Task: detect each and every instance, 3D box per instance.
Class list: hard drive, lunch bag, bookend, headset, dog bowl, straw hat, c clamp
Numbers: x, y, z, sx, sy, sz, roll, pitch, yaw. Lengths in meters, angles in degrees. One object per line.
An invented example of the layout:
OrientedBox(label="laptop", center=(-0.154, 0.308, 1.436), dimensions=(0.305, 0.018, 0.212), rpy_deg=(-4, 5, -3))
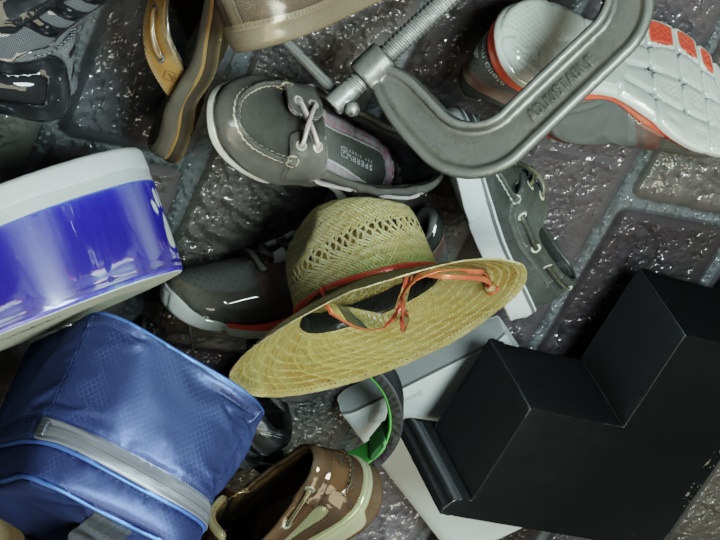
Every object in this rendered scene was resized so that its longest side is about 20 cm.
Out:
OrientedBox(label="hard drive", center=(0.084, 0.126, 1.700), dimensions=(0.131, 0.026, 0.200), rpy_deg=(-27, 135, 10))
OrientedBox(label="lunch bag", center=(-0.166, 0.124, 1.461), dimensions=(0.135, 0.133, 0.200), rpy_deg=(31, 158, -15))
OrientedBox(label="bookend", center=(0.163, 0.080, 1.604), dimensions=(0.199, 0.092, 0.200), rpy_deg=(12, 121, -32))
OrientedBox(label="headset", center=(-0.064, 0.086, 1.571), dimensions=(0.199, 0.094, 0.124), rpy_deg=(28, 122, -16))
OrientedBox(label="dog bowl", center=(-0.209, 0.000, 1.377), dimensions=(0.199, 0.079, 0.200), rpy_deg=(-22, 179, 0))
OrientedBox(label="straw hat", center=(0.000, 0.000, 1.440), dimensions=(0.199, 0.086, 0.201), rpy_deg=(-18, 163, -6))
OrientedBox(label="c clamp", center=(0.066, -0.146, 1.371), dimensions=(0.199, 0.171, 0.027), rpy_deg=(-38, 157, 2))

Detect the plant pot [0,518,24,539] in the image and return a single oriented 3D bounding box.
OrientedBox(label="plant pot", center=(-0.300, 0.182, 1.552), dimensions=(0.200, 0.200, 0.135), rpy_deg=(41, 79, -40))

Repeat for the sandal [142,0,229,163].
OrientedBox(label="sandal", center=(-0.102, -0.142, 1.356), dimensions=(0.054, 0.082, 0.200), rpy_deg=(22, 143, -5))

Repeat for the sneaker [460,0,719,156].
OrientedBox(label="sneaker", center=(0.149, -0.114, 1.464), dimensions=(0.199, 0.078, 0.082), rpy_deg=(18, 151, -27))

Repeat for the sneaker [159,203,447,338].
OrientedBox(label="sneaker", center=(-0.035, -0.011, 1.515), dimensions=(0.198, 0.077, 0.083), rpy_deg=(-7, 120, -20))

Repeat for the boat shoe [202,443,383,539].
OrientedBox(label="boat shoe", center=(-0.081, 0.178, 1.593), dimensions=(0.202, 0.075, 0.075), rpy_deg=(-39, 131, 23))

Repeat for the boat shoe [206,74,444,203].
OrientedBox(label="boat shoe", center=(-0.018, -0.080, 1.413), dimensions=(0.057, 0.067, 0.200), rpy_deg=(-11, 164, 30))

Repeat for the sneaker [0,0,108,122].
OrientedBox(label="sneaker", center=(-0.167, -0.154, 1.328), dimensions=(0.198, 0.076, 0.114), rpy_deg=(-16, 136, 8))

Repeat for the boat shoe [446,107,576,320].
OrientedBox(label="boat shoe", center=(0.095, -0.043, 1.518), dimensions=(0.056, 0.069, 0.200), rpy_deg=(-22, 141, 3))

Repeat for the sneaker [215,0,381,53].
OrientedBox(label="sneaker", center=(-0.011, -0.186, 1.299), dimensions=(0.070, 0.200, 0.076), rpy_deg=(-5, 109, 37))

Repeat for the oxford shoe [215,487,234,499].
OrientedBox(label="oxford shoe", center=(-0.183, 0.208, 1.678), dimensions=(0.200, 0.071, 0.073), rpy_deg=(-40, 128, 8))
